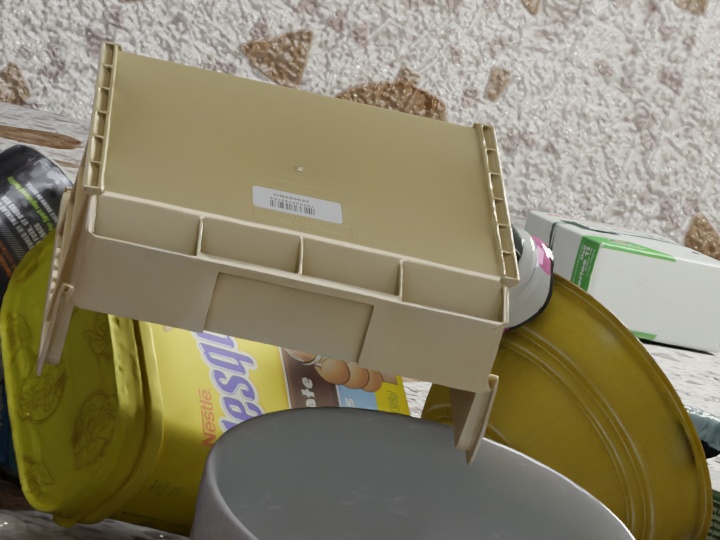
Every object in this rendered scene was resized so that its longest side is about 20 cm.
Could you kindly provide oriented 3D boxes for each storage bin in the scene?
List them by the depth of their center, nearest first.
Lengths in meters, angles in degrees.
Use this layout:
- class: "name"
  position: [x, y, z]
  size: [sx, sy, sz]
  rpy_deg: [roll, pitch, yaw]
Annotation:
- class: "storage bin"
  position: [-0.037, -0.008, 1.353]
  size: [0.199, 0.094, 0.199]
  rpy_deg: [13, 26, -8]

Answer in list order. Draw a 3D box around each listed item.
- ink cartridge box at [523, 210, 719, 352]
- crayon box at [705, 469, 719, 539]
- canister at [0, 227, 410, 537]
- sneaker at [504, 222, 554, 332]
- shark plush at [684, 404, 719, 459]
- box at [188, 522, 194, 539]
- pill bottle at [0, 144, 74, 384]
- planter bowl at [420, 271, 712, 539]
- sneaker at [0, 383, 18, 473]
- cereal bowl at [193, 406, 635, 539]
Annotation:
- class: "ink cartridge box"
  position: [0.244, 0.008, 2.757]
  size: [0.146, 0.083, 0.200]
  rpy_deg: [10, 7, -19]
- class: "crayon box"
  position: [0.256, 0.158, 1.705]
  size: [0.200, 0.052, 0.126]
  rpy_deg: [11, 6, -43]
- class: "canister"
  position: [-0.072, 0.069, 1.480]
  size: [0.200, 0.087, 0.149]
  rpy_deg: [17, 47, -38]
- class: "sneaker"
  position: [0.000, 0.000, 1.591]
  size: [0.200, 0.080, 0.086]
  rpy_deg: [-21, -48, 23]
- class: "shark plush"
  position: [0.294, 0.109, 2.058]
  size: [0.199, 0.084, 0.091]
  rpy_deg: [10, 8, -14]
- class: "box"
  position: [0.026, 0.159, 1.418]
  size: [0.199, 0.035, 0.110]
  rpy_deg: [8, 8, -27]
- class: "pill bottle"
  position: [-0.230, 0.025, 1.507]
  size: [0.200, 0.106, 0.106]
  rpy_deg: [-32, 30, -27]
- class: "planter bowl"
  position: [0.092, 0.101, 1.617]
  size: [0.083, 0.201, 0.200]
  rpy_deg: [-35, 34, -28]
- class: "sneaker"
  position: [-0.173, 0.067, 1.630]
  size: [0.199, 0.080, 0.131]
  rpy_deg: [15, 9, 16]
- class: "cereal bowl"
  position: [0.020, 0.141, 1.276]
  size: [0.199, 0.084, 0.200]
  rpy_deg: [14, 23, -6]
